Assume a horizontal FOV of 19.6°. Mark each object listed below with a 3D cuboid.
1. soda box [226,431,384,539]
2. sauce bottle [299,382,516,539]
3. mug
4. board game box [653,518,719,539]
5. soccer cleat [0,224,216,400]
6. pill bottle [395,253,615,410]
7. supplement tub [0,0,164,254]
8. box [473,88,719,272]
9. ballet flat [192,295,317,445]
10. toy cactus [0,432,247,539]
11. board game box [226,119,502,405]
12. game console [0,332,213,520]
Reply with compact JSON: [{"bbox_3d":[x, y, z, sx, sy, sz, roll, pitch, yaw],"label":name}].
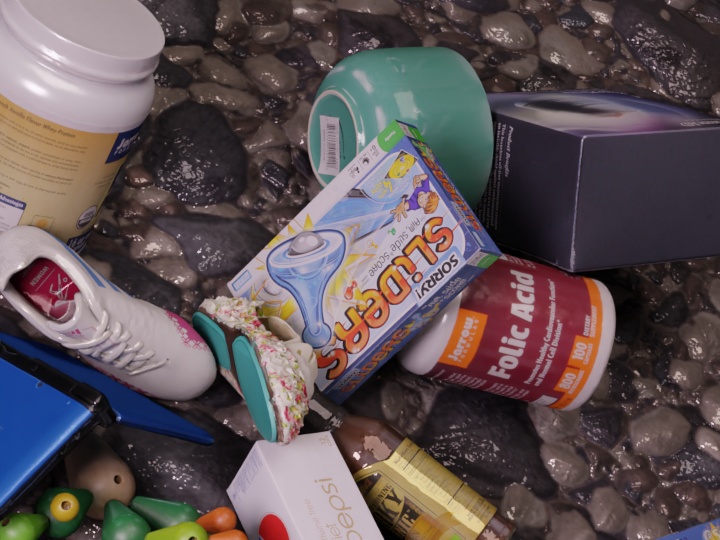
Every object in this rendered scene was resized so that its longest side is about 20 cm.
[{"bbox_3d":[-0.021,0.215,1.493,0.068,0.064,0.200,-5,53,-34],"label":"soda box"},{"bbox_3d":[0.022,0.156,1.574,0.200,0.065,0.065,37,41,6],"label":"sauce bottle"},{"bbox_3d":[0.030,-0.100,1.765,0.114,0.152,0.185,-5,53,-30],"label":"mug"},{"bbox_3d":[0.230,0.219,1.575,0.200,0.135,0.035,-11,78,-37],"label":"board game box"},{"bbox_3d":[-0.190,0.044,1.521,0.200,0.070,0.086,36,12,-20],"label":"soccer cleat"},{"bbox_3d":[0.095,0.039,1.696,0.200,0.114,0.114,15,44,-18],"label":"pill bottle"},{"bbox_3d":[-0.240,-0.114,1.562,0.144,0.200,0.145,22,29,-13],"label":"supplement tub"},{"bbox_3d":[0.199,-0.084,1.807,0.200,0.124,0.198,-6,18,-35],"label":"box"},{"bbox_3d":[-0.069,0.065,1.550,0.064,0.076,0.200,-13,27,-17],"label":"ballet flat"},{"bbox_3d":[-0.166,0.178,1.439,0.200,0.102,0.165,1,31,-27],"label":"toy cactus"},{"bbox_3d":[0.000,0.000,1.615,0.034,0.200,0.135,13,38,-55],"label":"board game box"},{"bbox_3d":[-0.235,0.109,1.435,0.200,0.118,0.171,23,61,41],"label":"game console"}]
